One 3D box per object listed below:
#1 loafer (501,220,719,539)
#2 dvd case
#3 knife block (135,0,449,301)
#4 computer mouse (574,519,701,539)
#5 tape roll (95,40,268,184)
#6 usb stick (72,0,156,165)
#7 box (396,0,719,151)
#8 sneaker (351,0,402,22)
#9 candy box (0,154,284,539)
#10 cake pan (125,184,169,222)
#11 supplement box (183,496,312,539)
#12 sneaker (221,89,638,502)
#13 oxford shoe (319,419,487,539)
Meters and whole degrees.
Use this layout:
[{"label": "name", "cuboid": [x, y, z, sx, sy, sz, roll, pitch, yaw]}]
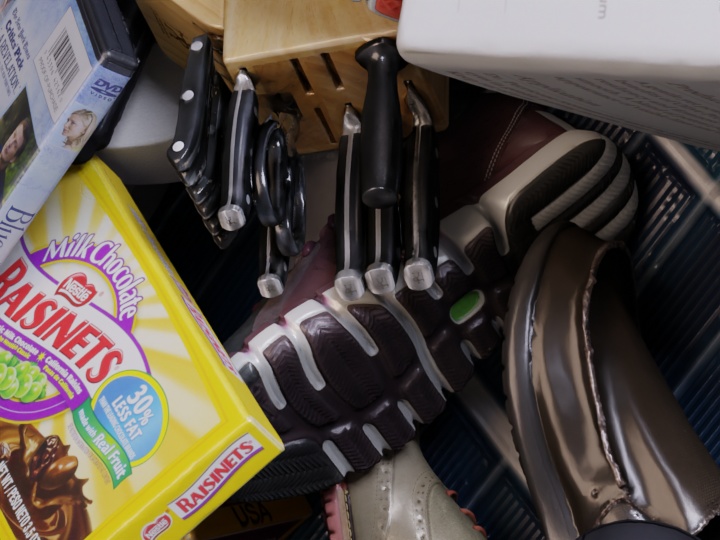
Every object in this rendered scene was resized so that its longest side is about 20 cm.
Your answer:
[{"label": "loafer", "cuboid": [0.102, 0.079, 1.025, 0.071, 0.073, 0.201, -12, 83, 24]}, {"label": "dvd case", "cuboid": [-0.157, -0.047, 1.116, 0.200, 0.018, 0.143, -53, 36, 25]}, {"label": "knife block", "cuboid": [0.004, -0.089, 1.060, 0.200, 0.064, 0.175, -45, 56, -13]}, {"label": "computer mouse", "cuboid": [0.110, 0.191, 0.961, 0.140, 0.046, 0.201, 13, 100, 19]}, {"label": "tape roll", "cuboid": [-0.077, -0.132, 1.188, 0.202, 0.037, 0.204, -10, 62, 19]}, {"label": "usb stick", "cuboid": [-0.086, -0.133, 1.145, 0.055, 0.033, 0.201, 9, 67, 35]}, {"label": "box", "cuboid": [0.147, -0.142, 0.925, 0.171, 0.199, 0.201, 7, 87, 43]}, {"label": "sneaker", "cuboid": [0.040, -0.134, 1.033, 0.082, 0.199, 0.077, 50, 124, 47]}, {"label": "candy box", "cuboid": [-0.102, 0.039, 1.056, 0.102, 0.026, 0.200, -40, 37, 2]}, {"label": "cake pan", "cuboid": [-0.146, -0.080, 1.295, 0.200, 0.037, 0.201, -9, 77, 41]}, {"label": "supplement box", "cuboid": [-0.126, 0.054, 1.190, 0.110, 0.086, 0.200, -44, 70, 28]}, {"label": "sneaker", "cuboid": [0.000, 0.000, 1.096, 0.200, 0.076, 0.116, -33, 39, -9]}, {"label": "oxford shoe", "cuboid": [0.026, 0.111, 1.098, 0.074, 0.070, 0.201, -8, 69, 9]}]
